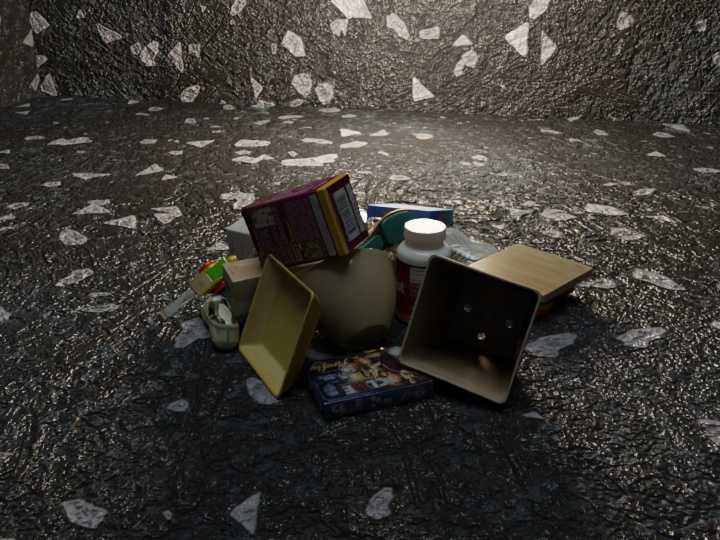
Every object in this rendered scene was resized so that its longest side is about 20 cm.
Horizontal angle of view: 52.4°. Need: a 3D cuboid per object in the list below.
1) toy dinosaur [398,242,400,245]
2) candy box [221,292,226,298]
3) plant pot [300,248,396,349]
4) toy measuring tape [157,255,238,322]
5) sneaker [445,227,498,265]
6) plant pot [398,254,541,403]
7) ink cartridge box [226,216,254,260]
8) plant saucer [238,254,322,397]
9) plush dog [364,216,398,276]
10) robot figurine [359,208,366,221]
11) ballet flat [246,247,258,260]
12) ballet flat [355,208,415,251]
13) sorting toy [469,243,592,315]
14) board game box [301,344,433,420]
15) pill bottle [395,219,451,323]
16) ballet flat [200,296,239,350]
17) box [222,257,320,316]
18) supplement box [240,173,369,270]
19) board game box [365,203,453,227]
[{"bbox_3d":[0.115,-0.071,1.801,0.135,0.086,0.200,-12,29,-30],"label":"toy dinosaur"},{"bbox_3d":[-0.200,0.041,1.577,0.136,0.061,0.200,-19,30,-34],"label":"candy box"},{"bbox_3d":[-0.012,0.071,1.399,0.199,0.201,0.135,-10,60,-22],"label":"plant pot"},{"bbox_3d":[-0.334,0.039,1.531,0.200,0.074,0.074,-41,33,-4],"label":"toy measuring tape"},{"bbox_3d":[0.239,-0.035,1.705,0.199,0.078,0.100,14,32,-9],"label":"sneaker"},{"bbox_3d":[0.210,0.091,1.308,0.199,0.201,0.177,20,11,19],"label":"plant pot"},{"bbox_3d":[-0.175,-0.070,1.635,0.199,0.084,0.145,12,32,24],"label":"ink cartridge box"},{"bbox_3d":[-0.139,0.097,1.319,0.048,0.201,0.200,10,16,-34],"label":"plant saucer"},{"bbox_3d":[0.000,0.000,1.602,0.171,0.161,0.201,-9,39,26],"label":"plush dog"},{"bbox_3d":[0.007,-0.074,1.759,0.124,0.151,0.200,-21,29,-10],"label":"robot figurine"},{"bbox_3d":[-0.179,-0.046,1.517,0.200,0.072,0.072,-43,26,7],"label":"ballet flat"},{"bbox_3d":[0.031,-0.068,1.487,0.065,0.071,0.200,6,33,46],"label":"ballet flat"},{"bbox_3d":[0.372,0.024,1.619,0.198,0.070,0.199,-21,33,-40],"label":"sorting toy"},{"bbox_3d":[0.010,0.191,1.279,0.199,0.035,0.136,-9,26,-20],"label":"board game box"},{"bbox_3d":[0.128,0.003,1.500,0.112,0.201,0.113,1,23,0],"label":"pill bottle"},{"bbox_3d":[-0.280,0.088,1.466,0.069,0.070,0.200,-9,25,-20],"label":"ballet flat"},{"bbox_3d":[-0.166,0.019,1.459,0.199,0.078,0.095,-13,28,-21],"label":"box"},{"bbox_3d":[-0.104,-0.088,1.372,0.199,0.132,0.103,-9,19,31],"label":"supplement box"},{"bbox_3d":[0.119,-0.128,1.713,0.151,0.045,0.200,7,8,21],"label":"board game box"}]
